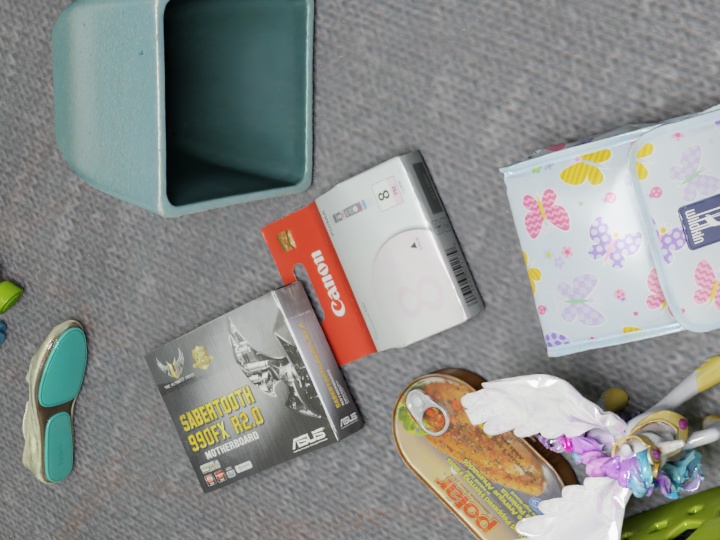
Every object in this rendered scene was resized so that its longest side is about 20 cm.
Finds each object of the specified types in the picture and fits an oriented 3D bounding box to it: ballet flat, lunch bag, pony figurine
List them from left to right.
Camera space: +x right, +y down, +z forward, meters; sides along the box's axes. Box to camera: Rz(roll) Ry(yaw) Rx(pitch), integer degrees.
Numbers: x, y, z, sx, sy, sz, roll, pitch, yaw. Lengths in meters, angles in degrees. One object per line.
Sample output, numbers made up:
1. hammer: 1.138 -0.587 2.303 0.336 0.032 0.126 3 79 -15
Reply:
1. ballet flat: -0.347 0.141 1.575 0.062 0.067 0.200 24 113 35
2. pony figurine: 0.201 0.140 1.161 0.193 0.200 0.167 -21 90 33
3. lunch bag: 0.233 -0.035 1.149 0.200 0.127 0.170 -11 97 26

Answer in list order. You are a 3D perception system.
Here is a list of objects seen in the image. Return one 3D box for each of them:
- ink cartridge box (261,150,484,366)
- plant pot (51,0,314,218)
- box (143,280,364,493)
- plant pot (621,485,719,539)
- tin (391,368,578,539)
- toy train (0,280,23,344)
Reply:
1. ink cartridge box: 0.000 0.000 1.342 0.200 0.057 0.163 -24 89 28
2. plant pot: -0.181 -0.171 1.336 0.200 0.196 0.197 13 108 39
3. box: -0.109 0.119 1.425 0.200 0.048 0.159 -25 88 37
4. plant pot: 0.300 0.292 1.149 0.200 0.181 0.199 -27 86 32
5. tin: 0.115 0.177 1.319 0.200 0.042 0.112 45 116 15
6. toy train: -0.419 0.000 1.580 0.116 0.085 0.200 40 119 6
